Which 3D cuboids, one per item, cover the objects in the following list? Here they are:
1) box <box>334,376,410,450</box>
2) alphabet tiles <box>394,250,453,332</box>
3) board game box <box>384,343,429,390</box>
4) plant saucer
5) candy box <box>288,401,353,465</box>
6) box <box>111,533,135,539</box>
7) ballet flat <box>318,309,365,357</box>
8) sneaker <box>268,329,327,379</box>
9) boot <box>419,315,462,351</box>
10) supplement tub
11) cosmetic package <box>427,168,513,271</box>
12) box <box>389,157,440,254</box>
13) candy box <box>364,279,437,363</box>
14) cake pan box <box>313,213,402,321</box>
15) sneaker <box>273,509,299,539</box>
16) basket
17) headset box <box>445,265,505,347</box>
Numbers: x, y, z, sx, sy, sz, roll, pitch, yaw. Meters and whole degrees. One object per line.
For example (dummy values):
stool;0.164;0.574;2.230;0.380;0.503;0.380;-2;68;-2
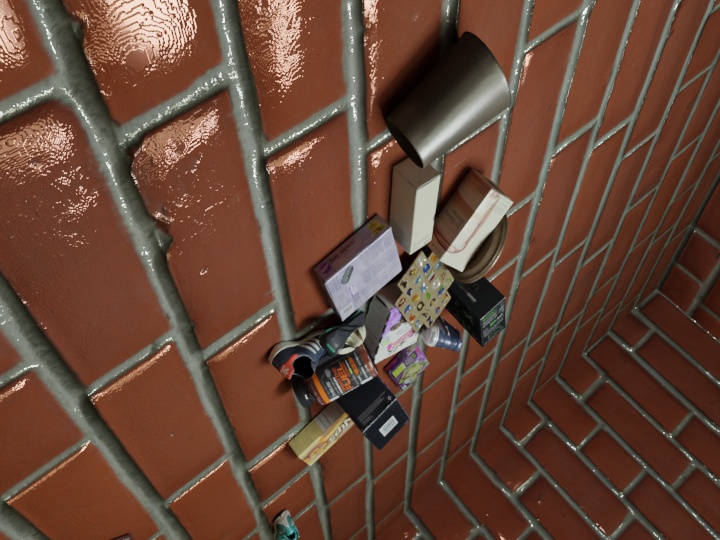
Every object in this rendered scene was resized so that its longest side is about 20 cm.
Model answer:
box;0.007;0.318;1.860;0.123;0.198;0.201;-42;153;-8
alphabet tiles;0.154;0.049;1.775;0.168;0.006;0.201;-52;137;-14
board game box;0.140;0.282;2.185;0.119;0.032;0.201;-40;153;-4
plant saucer;0.270;-0.069;1.752;0.029;0.201;0.202;26;110;-27
candy box;-0.095;0.436;2.031;0.199;0.055;0.116;-43;153;-8
box;-0.571;0.733;1.640;0.164;0.164;0.202;0;129;-53
ballet flat;-0.030;0.147;1.671;0.074;0.073;0.199;-57;167;23
sneaker;-0.111;0.195;1.652;0.197;0.085;0.076;-15;141;-45
boot;0.203;0.153;1.922;0.201;0.088;0.074;-99;-152;-70
supplement tub;-0.063;0.244;1.741;0.197;0.108;0.107;-29;152;1
cosmetic package;0.243;-0.115;1.700;0.086;0.104;0.202;21;111;-37
box;0.108;-0.134;1.526;0.068;0.082;0.202;-31;151;-23
candy box;0.088;0.118;1.844;0.165;0.071;0.203;-24;144;-37
cake pan box;0.000;0.000;1.587;0.183;0.052;0.201;-39;152;-9
sneaker;-0.231;0.832;2.345;0.077;0.080;0.202;-35;151;-18
basket;0.152;-0.291;1.328;0.199;0.137;0.181;-41;149;-1
headset box;0.298;0.080;1.979;0.092;0.174;0.201;-38;151;-9
